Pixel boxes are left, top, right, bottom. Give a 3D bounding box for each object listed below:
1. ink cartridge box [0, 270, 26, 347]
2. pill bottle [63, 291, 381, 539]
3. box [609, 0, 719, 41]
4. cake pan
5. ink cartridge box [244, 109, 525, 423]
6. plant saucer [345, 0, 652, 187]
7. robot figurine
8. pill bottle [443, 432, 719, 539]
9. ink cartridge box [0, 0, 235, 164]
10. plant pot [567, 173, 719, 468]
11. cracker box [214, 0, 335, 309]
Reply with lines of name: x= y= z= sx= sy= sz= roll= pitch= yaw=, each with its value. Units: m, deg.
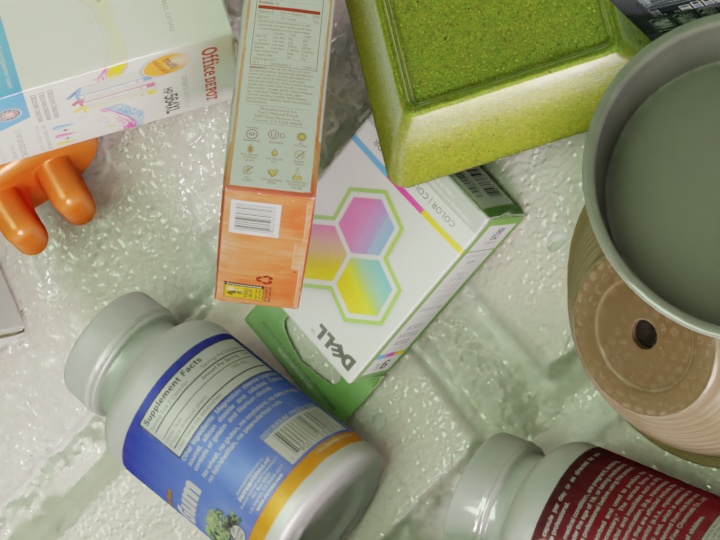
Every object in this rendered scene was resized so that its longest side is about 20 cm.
ink cartridge box: x=-0.351 y=0.024 z=1.887 sx=0.199 sy=0.087 sz=0.146 roll=-30 pitch=80 yaw=29
pill bottle: x=-0.094 y=0.103 z=1.737 sx=0.200 sy=0.112 sz=0.113 roll=36 pitch=110 yaw=21
box: x=0.224 y=-0.191 z=1.476 sx=0.199 sy=0.158 sz=0.051 roll=-14 pitch=69 yaw=24
cake pan: x=0.222 y=-0.048 z=1.494 sx=0.199 sy=0.037 sz=0.202 roll=-1 pitch=68 yaw=4
ink cartridge box: x=0.000 y=0.000 z=1.706 sx=0.104 sy=0.059 sz=0.200 roll=48 pitch=114 yaw=17
plant saucer: x=0.080 y=-0.173 z=1.616 sx=0.199 sy=0.048 sz=0.201 roll=-17 pitch=79 yaw=16
robot figurine: x=-0.250 y=-0.110 z=1.804 sx=0.144 sy=0.116 sz=0.201 roll=-41 pitch=76 yaw=36
pill bottle: x=0.155 y=0.170 z=1.606 sx=0.199 sy=0.113 sz=0.114 roll=22 pitch=105 yaw=25
ink cartridge box: x=-0.164 y=-0.164 z=1.694 sx=0.199 sy=0.129 sz=0.126 roll=-16 pitch=76 yaw=-5
plant pot: x=0.188 y=0.027 z=1.561 sx=0.200 sy=0.092 sz=0.202 roll=15 pitch=114 yaw=36
cracker box: x=-0.050 y=-0.097 z=1.633 sx=0.057 sy=0.134 sz=0.201 roll=7 pitch=60 yaw=-2
